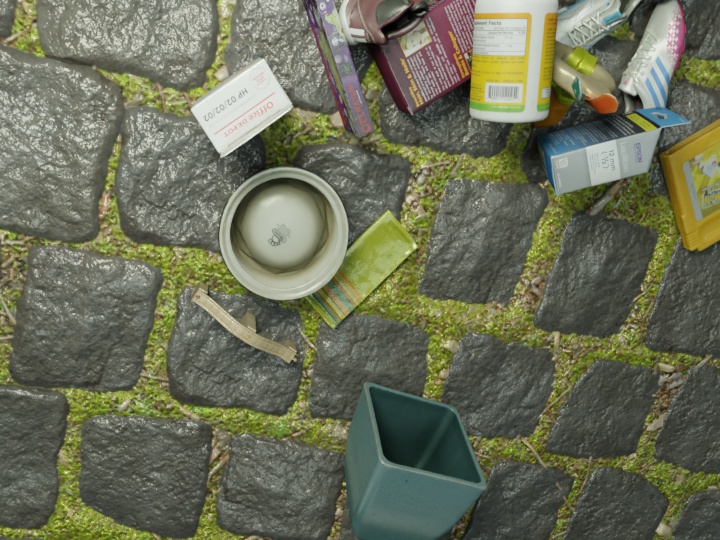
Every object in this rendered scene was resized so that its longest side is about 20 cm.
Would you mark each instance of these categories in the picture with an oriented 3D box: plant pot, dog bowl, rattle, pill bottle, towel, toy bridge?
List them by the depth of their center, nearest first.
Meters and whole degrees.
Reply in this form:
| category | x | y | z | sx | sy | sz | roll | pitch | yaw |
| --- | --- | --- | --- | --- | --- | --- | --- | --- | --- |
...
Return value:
| category | x | y | z | sx | sy | sz | roll | pitch | yaw |
| --- | --- | --- | --- | --- | --- | --- | --- | --- | --- |
| pill bottle | 0.205 | -0.308 | 0.861 | 0.108 | 0.111 | 0.206 | -4 | 111 | -11 |
| rattle | 0.290 | -0.234 | 0.925 | 0.128 | 0.203 | 0.143 | 29 | 127 | -26 |
| dog bowl | -0.117 | -0.063 | 0.983 | 0.194 | 0.074 | 0.206 | -4 | 109 | -11 |
| toy bridge | -0.179 | 0.091 | 1.023 | 0.198 | 0.067 | 0.027 | 37 | 98 | -20 |
| towel | 0.000 | 0.000 | 1.060 | 0.199 | 0.018 | 0.086 | -43 | 112 | 3 |
| plant pot | 0.066 | 0.351 | 1.105 | 0.192 | 0.197 | 0.204 | 18 | 114 | -17 |

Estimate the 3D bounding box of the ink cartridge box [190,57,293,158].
| category | x | y | z | sx | sy | sz | roll | pitch | yaw |
| --- | --- | --- | --- | --- | --- | --- | --- | --- | --- |
| ink cartridge box | -0.158 | -0.221 | 0.854 | 0.114 | 0.200 | 0.069 | -34 | 112 | 1 |

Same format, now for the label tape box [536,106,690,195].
| category | x | y | z | sx | sy | sz | roll | pitch | yaw |
| --- | --- | --- | --- | --- | --- | --- | --- | --- | --- |
| label tape box | 0.380 | -0.187 | 0.986 | 0.194 | 0.144 | 0.068 | -12 | 112 | 12 |

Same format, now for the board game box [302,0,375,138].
| category | x | y | z | sx | sy | sz | roll | pitch | yaw |
| --- | --- | --- | --- | --- | --- | --- | --- | --- | --- |
| board game box | -0.033 | -0.293 | 0.901 | 0.031 | 0.120 | 0.205 | -20 | 111 | -1 |

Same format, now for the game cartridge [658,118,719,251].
| category | x | y | z | sx | sy | sz | roll | pitch | yaw |
| --- | --- | --- | --- | --- | --- | --- | --- | --- | --- |
| game cartridge | 0.631 | -0.155 | 1.140 | 0.173 | 0.032 | 0.203 | -29 | 111 | -2 |

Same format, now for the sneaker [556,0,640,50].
| category | x | y | z | sx | sy | sz | roll | pitch | yaw |
| --- | --- | --- | --- | --- | --- | --- | --- | --- | --- |
| sneaker | 0.351 | -0.379 | 0.977 | 0.200 | 0.087 | 0.075 | -44 | 113 | 6 |

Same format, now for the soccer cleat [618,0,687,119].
| category | x | y | z | sx | sy | sz | roll | pitch | yaw |
| --- | --- | --- | --- | --- | --- | --- | --- | --- | --- |
| soccer cleat | 0.457 | -0.323 | 1.026 | 0.084 | 0.070 | 0.206 | -3 | 109 | -11 |

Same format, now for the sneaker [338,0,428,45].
| category | x | y | z | sx | sy | sz | roll | pitch | yaw |
| --- | --- | --- | --- | --- | --- | --- | --- | --- | --- |
| sneaker | 0.058 | -0.387 | 0.874 | 0.075 | 0.114 | 0.204 | 30 | 86 | -57 |

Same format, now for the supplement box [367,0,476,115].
| category | x | y | z | sx | sy | sz | roll | pitch | yaw |
| --- | --- | --- | --- | --- | --- | --- | --- | --- | --- |
| supplement box | 0.122 | -0.331 | 0.941 | 0.197 | 0.086 | 0.112 | -32 | 112 | -1 |
